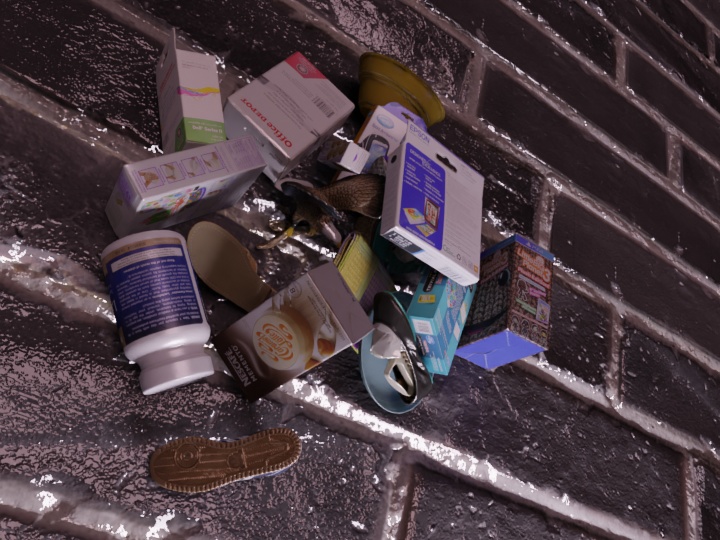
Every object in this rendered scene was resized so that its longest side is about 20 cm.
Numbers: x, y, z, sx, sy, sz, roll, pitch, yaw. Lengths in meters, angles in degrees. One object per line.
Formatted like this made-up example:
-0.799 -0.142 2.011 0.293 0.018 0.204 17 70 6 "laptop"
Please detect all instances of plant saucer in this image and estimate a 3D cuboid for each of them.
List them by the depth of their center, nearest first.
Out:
0.059 0.135 1.021 0.200 0.027 0.201 5 83 -48 "plant saucer"

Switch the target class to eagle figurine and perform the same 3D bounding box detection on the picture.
-0.058 -0.102 0.973 0.151 0.200 0.152 33 54 -17 "eagle figurine"

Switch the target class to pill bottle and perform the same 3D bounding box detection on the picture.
-0.269 0.057 0.825 0.115 0.116 0.201 -10 75 -35 "pill bottle"

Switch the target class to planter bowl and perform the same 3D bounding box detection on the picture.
0.058 -0.319 1.181 0.200 0.200 0.084 36 85 -15 "planter bowl"

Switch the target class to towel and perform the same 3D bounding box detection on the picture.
-0.003 0.041 0.979 0.144 0.023 0.200 -63 145 -18 "towel"

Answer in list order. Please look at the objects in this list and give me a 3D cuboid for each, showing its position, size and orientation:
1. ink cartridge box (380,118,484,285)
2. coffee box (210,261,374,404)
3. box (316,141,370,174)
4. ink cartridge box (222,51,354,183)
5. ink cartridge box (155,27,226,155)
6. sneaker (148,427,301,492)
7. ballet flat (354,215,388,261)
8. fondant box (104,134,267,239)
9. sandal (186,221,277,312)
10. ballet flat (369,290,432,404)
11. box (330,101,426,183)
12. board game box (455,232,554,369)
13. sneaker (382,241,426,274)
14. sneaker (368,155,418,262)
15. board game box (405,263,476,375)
0.119 -0.104 0.962 0.198 0.043 0.201 29 58 -35 "ink cartridge box"
-0.097 0.089 0.860 0.115 0.200 0.080 57 27 3 "coffee box"
-0.032 -0.194 1.042 0.039 0.200 0.042 28 94 -18 "box"
-0.129 -0.271 1.070 0.147 0.083 0.200 44 54 -3 "ink cartridge box"
-0.268 -0.259 0.960 0.067 0.117 0.201 0 71 -33 "ink cartridge box"
-0.176 0.257 0.837 0.199 0.109 0.070 -8 75 -3 "sneaker"
0.000 0.000 1.045 0.070 0.065 0.201 16 90 -53 "ballet flat"
-0.254 -0.121 0.893 0.200 0.144 0.058 -26 86 -37 "fondant box"
-0.189 0.005 0.939 0.078 0.070 0.212 -42 116 -2 "sandal"
0.059 0.129 0.955 0.068 0.068 0.200 -41 116 -32 "ballet flat"
0.038 -0.204 1.122 0.119 0.041 0.200 30 87 -19 "box"
0.262 0.060 1.136 0.097 0.159 0.200 27 57 -20 "board game box"
0.080 -0.040 1.136 0.199 0.075 0.088 13 31 -21 "sneaker"
0.081 -0.109 1.080 0.099 0.070 0.201 -8 71 -38 "sneaker"
0.142 0.050 1.040 0.151 0.047 0.200 70 35 -43 "board game box"
